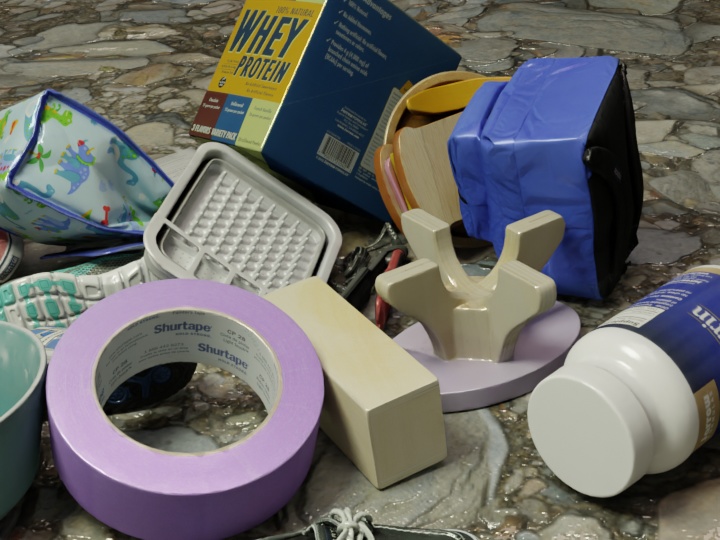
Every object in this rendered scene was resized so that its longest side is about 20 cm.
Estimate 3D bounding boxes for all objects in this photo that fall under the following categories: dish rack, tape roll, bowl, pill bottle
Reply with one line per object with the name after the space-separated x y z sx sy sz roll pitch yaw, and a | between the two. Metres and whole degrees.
-0.111 -0.020 1.100 0.172 0.044 0.200 33 38 -11 | dish rack
-0.129 0.099 0.870 0.200 0.066 0.200 5 46 -5 | tape roll
-0.316 0.130 0.854 0.200 0.105 0.201 -7 26 3 | bowl
0.224 0.081 0.877 0.200 0.116 0.116 -27 35 -36 | pill bottle

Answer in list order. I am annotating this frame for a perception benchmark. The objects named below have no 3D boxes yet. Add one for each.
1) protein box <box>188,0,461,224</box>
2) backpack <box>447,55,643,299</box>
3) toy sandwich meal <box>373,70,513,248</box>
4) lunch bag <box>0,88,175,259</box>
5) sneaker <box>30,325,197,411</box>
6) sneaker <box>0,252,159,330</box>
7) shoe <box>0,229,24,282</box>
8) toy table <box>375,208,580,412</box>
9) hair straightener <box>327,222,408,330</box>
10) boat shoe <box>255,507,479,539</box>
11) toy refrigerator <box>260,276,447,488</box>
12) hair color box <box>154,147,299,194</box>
-0.034 -0.185 1.229 0.198 0.200 0.135 27 -6 -42 | protein box
0.180 -0.081 1.102 0.168 0.200 0.163 6 43 31 | backpack
0.109 -0.115 1.195 0.205 0.206 0.070 -15 1 -22 | toy sandwich meal
-0.274 -0.073 1.151 0.200 0.128 0.170 27 -17 -34 | lunch bag
-0.238 0.074 0.989 0.200 0.076 0.077 -4 32 -3 | sneaker
-0.256 0.024 1.113 0.200 0.078 0.091 -10 12 -19 | sneaker
-0.423 -0.061 1.236 0.072 0.091 0.200 -52 39 5 | shoe
0.099 0.028 0.995 0.184 0.117 0.200 22 38 40 | toy table
0.000 0.000 1.139 0.077 0.041 0.200 2 28 10 | hair straightener
-0.014 0.188 0.751 0.199 0.068 0.074 -7 28 -6 | boat shoe
-0.010 0.082 0.941 0.070 0.076 0.200 -21 31 -21 | toy refrigerator
-0.164 -0.071 1.275 0.099 0.061 0.200 -26 34 -35 | hair color box
